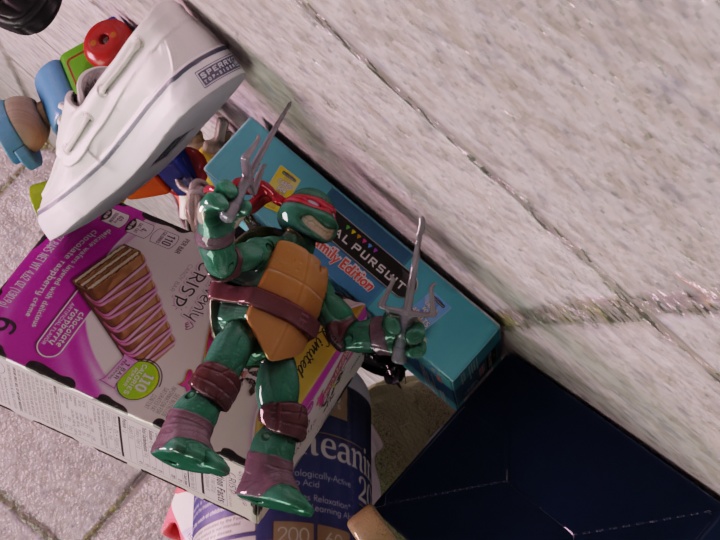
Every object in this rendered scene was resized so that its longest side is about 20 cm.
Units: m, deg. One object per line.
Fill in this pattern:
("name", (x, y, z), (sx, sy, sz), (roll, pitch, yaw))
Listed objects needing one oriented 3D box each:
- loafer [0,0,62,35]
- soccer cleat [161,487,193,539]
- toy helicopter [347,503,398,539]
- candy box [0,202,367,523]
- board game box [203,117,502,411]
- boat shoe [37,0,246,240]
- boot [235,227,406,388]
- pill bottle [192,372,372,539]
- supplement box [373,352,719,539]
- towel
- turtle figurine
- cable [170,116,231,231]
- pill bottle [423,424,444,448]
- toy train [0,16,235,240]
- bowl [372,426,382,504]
("loafer", (-0.236, -0.203, 1.177), (0.201, 0.068, 0.070), (43, -176, 36))
("soccer cleat", (-0.076, 0.197, 1.296), (0.067, 0.077, 0.200), (29, -171, -36))
("toy helicopter", (0.053, 0.213, 1.111), (0.200, 0.079, 0.132), (56, 179, -17))
("candy box", (-0.114, 0.046, 1.133), (0.200, 0.136, 0.061), (22, 144, 15))
("board game box", (0.000, 0.000, 1.207), (0.200, 0.047, 0.151), (41, 174, 11))
("boat shoe", (-0.135, -0.085, 1.078), (0.065, 0.074, 0.200), (53, 134, 1))
("boot", (-0.032, 0.014, 1.394), (0.198, 0.073, 0.162), (34, 176, 5))
("pill bottle", (-0.048, 0.118, 1.194), (0.111, 0.111, 0.200), (50, -146, -54))
("supplement box", (0.152, 0.192, 1.194), (0.200, 0.134, 0.200), (37, 172, 44))
("towel", (0.050, 0.180, 1.524), (0.036, 0.148, 0.200), (-39, 69, 53))
("turtle figurine", (-0.039, 0.022, 1.029), (0.150, 0.200, 0.101), (23, 164, -19))
("cable", (-0.118, -0.015, 1.322), (0.050, 0.200, 0.097), (0, -170, -33))
("pill bottle", (0.097, 0.154, 1.405), (0.109, 0.109, 0.200), (41, 173, 3))
("toy train", (-0.160, -0.055, 1.232), (0.200, 0.116, 0.085), (65, -174, 25))
("bowl", (-0.047, 0.124, 1.422), (0.201, 0.090, 0.201), (47, 169, 12))
